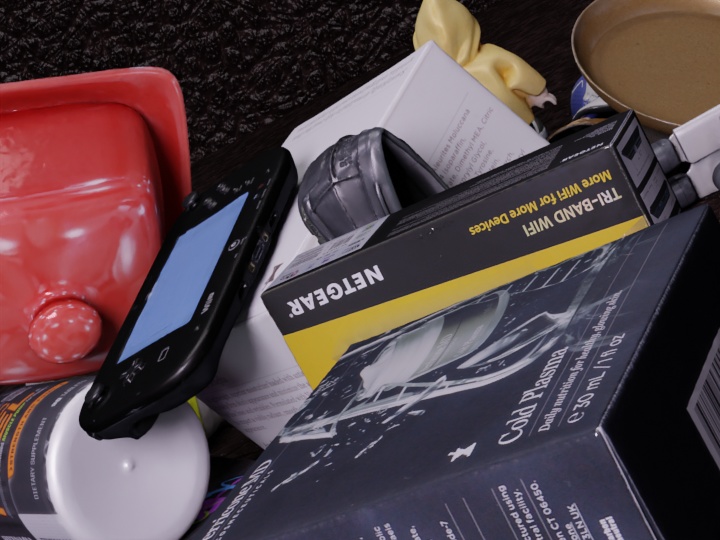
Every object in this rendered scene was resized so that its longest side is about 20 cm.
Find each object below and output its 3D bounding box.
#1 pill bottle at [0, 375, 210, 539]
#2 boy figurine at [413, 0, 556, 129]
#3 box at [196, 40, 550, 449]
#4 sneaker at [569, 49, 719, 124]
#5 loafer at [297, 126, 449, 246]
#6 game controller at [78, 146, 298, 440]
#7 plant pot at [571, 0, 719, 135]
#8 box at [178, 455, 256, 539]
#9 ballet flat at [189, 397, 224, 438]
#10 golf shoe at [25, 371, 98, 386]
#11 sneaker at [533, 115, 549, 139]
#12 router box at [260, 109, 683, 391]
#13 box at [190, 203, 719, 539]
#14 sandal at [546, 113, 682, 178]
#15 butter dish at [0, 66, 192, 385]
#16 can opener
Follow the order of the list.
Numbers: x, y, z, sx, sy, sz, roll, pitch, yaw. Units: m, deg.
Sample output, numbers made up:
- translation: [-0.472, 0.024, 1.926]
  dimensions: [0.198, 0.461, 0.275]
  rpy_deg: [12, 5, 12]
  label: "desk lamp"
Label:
- translation: [-0.181, 0.121, 0.979]
  dimensions: [0.106, 0.107, 0.199]
  rpy_deg: [-36, 13, -32]
  label: "pill bottle"
- translation: [0.095, -0.134, 1.334]
  dimensions: [0.123, 0.201, 0.065]
  rpy_deg: [-29, 11, 12]
  label: "boy figurine"
- translation: [0.000, 0.000, 0.973]
  dimensions: [0.201, 0.130, 0.198]
  rpy_deg: [-59, 17, -24]
  label: "box"
- translation: [0.209, -0.128, 1.327]
  dimensions: [0.114, 0.081, 0.199]
  rpy_deg: [-31, 13, -17]
  label: "sneaker"
- translation: [0.053, 0.007, 0.838]
  dimensions: [0.070, 0.200, 0.068]
  rpy_deg: [-30, 23, 42]
  label: "loafer"
- translation: [-0.092, 0.009, 0.896]
  dimensions: [0.104, 0.042, 0.201]
  rpy_deg: [-39, 21, 39]
  label: "game controller"
- translation: [0.257, -0.157, 1.223]
  dimensions: [0.197, 0.028, 0.201]
  rpy_deg: [1, 41, -1]
  label: "plant pot"
- translation: [-0.141, 0.182, 0.978]
  dimensions: [0.199, 0.036, 0.143]
  rpy_deg: [-36, 14, -25]
  label: "box"
- translation: [-0.130, 0.096, 1.252]
  dimensions: [0.066, 0.068, 0.200]
  rpy_deg: [-16, 10, -3]
  label: "ballet flat"
- translation: [-0.188, 0.109, 1.137]
  dimensions: [0.072, 0.093, 0.200]
  rpy_deg: [-5, -15, 3]
  label: "golf shoe"
- translation: [0.097, -0.101, 1.504]
  dimensions: [0.115, 0.076, 0.200]
  rpy_deg: [-34, 13, -10]
  label: "sneaker"
- translation: [0.073, 0.036, 0.770]
  dimensions: [0.198, 0.158, 0.052]
  rpy_deg: [-23, 13, 30]
  label: "router box"
- translation: [0.063, 0.093, 0.650]
  dimensions: [0.195, 0.125, 0.200]
  rpy_deg: [-25, 12, 30]
  label: "box"
- translation: [0.159, -0.081, 1.185]
  dimensions: [0.198, 0.055, 0.082]
  rpy_deg: [-18, 51, -18]
  label: "sandal"
- translation: [-0.190, -0.002, 0.986]
  dimensions: [0.197, 0.202, 0.148]
  rpy_deg: [-8, 38, -14]
  label: "butter dish"
- translation: [0.211, -0.061, 1.107]
  dimensions: [0.198, 0.054, 0.067]
  rpy_deg: [-29, 11, 6]
  label: "can opener"
